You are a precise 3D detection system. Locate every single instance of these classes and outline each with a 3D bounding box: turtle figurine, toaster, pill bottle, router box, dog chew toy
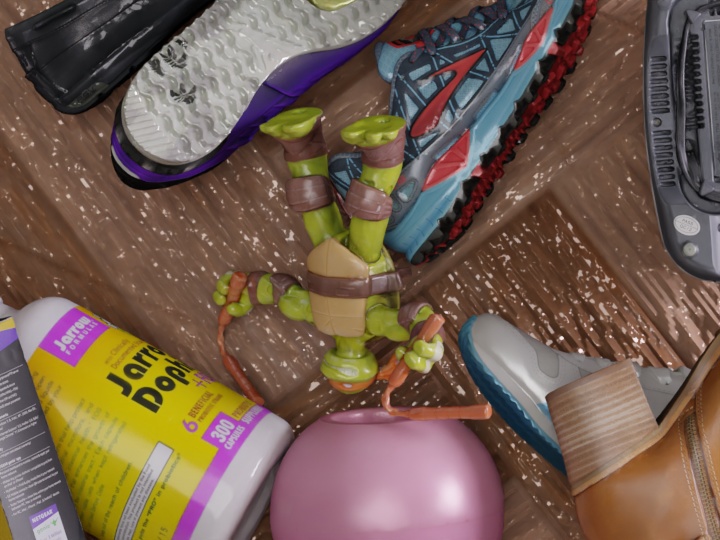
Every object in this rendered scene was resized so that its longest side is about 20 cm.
[{"bbox_3d":[0.000,0.000,1.549,0.200,0.064,0.162,14,113,45],"label":"turtle figurine"},{"bbox_3d":[0.203,-0.085,1.537,0.113,0.129,0.201,-5,87,5],"label":"toaster"},{"bbox_3d":[-0.143,0.082,1.576,0.200,0.104,0.104,28,90,7],"label":"pill bottle"},{"bbox_3d":[-0.240,0.120,1.547,0.200,0.052,0.158,-14,97,39],"label":"router box"},{"bbox_3d":[0.017,0.175,1.552,0.124,0.125,0.201,-3,95,6],"label":"dog chew toy"}]

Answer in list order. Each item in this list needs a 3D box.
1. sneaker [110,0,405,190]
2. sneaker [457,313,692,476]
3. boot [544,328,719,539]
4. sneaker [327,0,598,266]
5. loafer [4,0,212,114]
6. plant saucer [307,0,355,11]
[{"bbox_3d":[-0.063,-0.109,1.592,0.200,0.100,0.070,-37,83,-28],"label":"sneaker"},{"bbox_3d":[0.141,0.079,1.568,0.200,0.077,0.081,36,84,-1],"label":"sneaker"},{"bbox_3d":[0.207,0.099,1.499,0.199,0.074,0.155,-24,83,6],"label":"boot"},{"bbox_3d":[0.053,-0.107,1.579,0.095,0.079,0.200,34,91,8],"label":"sneaker"},{"bbox_3d":[-0.106,-0.168,1.602,0.200,0.068,0.070,-40,94,6],"label":"loafer"},{"bbox_3d":[-0.007,-0.246,1.572,0.200,0.048,0.200,-29,84,-31],"label":"plant saucer"}]
